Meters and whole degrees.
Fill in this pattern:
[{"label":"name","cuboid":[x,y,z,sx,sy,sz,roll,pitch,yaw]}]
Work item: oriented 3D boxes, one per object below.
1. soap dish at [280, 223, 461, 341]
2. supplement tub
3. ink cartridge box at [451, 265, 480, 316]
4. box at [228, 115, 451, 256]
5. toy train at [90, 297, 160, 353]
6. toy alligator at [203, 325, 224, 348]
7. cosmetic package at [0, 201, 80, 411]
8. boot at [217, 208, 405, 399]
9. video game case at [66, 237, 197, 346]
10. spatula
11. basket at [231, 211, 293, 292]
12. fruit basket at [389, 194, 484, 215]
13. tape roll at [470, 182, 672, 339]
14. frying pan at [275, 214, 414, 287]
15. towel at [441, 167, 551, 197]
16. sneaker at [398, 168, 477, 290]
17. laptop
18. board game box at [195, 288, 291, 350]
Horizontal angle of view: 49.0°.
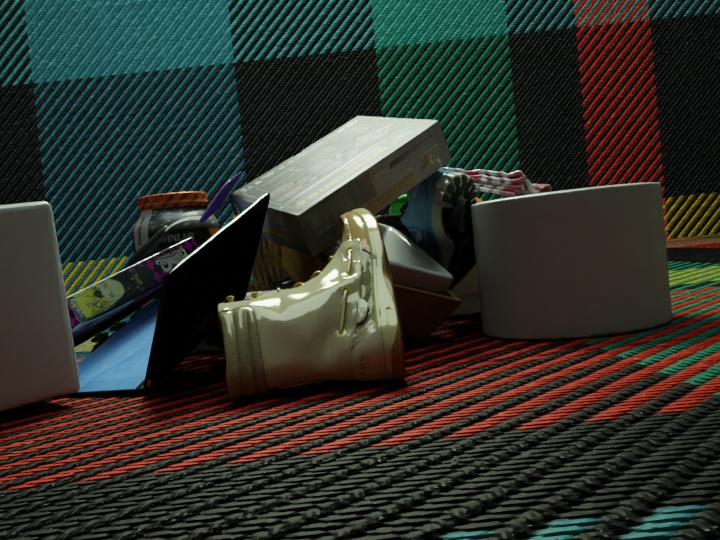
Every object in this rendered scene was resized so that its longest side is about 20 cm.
[{"label":"soap dish","cuboid":[0.000,0.000,0.877,0.154,0.083,0.200,12,14,-25]},{"label":"supplement tub","cuboid":[-0.248,-0.002,1.085,0.119,0.205,0.123,-6,2,0]},{"label":"ink cartridge box","cuboid":[0.109,0.017,1.151,0.143,0.085,0.199,-6,2,-20]},{"label":"box","cuboid":[-0.023,-0.100,0.854,0.199,0.049,0.157,-36,30,-24]},{"label":"toy train","cuboid":[-0.232,0.055,0.930,0.197,0.042,0.056,-29,-5,14]},{"label":"toy alligator","cuboid":[-0.142,0.067,0.853,0.197,0.061,0.054,-5,2,39]},{"label":"cosmetic package","cuboid":[-0.373,0.040,0.669,0.197,0.171,0.165,-12,6,-41]},{"label":"boot","cuboid":[-0.048,0.024,0.684,0.151,0.074,0.202,-9,42,-2]},{"label":"video game case","cuboid":[-0.297,0.044,0.906,0.198,0.036,0.180,-30,3,42]},{"label":"spatula","cuboid":[-0.200,-0.049,0.877,0.198,0.021,0.057,-30,13,28]},{"label":"basket","cuboid":[-0.147,-0.018,1.255,0.140,0.205,0.148,-8,5,-28]},{"label":"fruit basket","cuboid":[0.145,-0.061,1.126,0.197,0.096,0.184,12,-7,-35]},{"label":"tape roll","cuboid":[0.221,-0.012,0.837,0.197,0.143,0.203,-6,3,0]},{"label":"frying pan","cuboid":[-0.011,-0.021,1.013,0.186,0.031,0.116,-8,-41,-22]},{"label":"towel","cuboid":[0.126,-0.117,0.974,0.196,0.031,0.146,14,7,25]},{"label":"sneaker","cuboid":[0.091,-0.053,0.934,0.089,0.202,0.078,34,62,31]},{"label":"laptop","cuboid":[-0.195,0.022,0.765,0.114,0.203,0.188,25,32,8]},{"label":"board game box","cuboid":[-0.106,0.058,0.986,0.196,0.066,0.147,-5,1,27]}]
